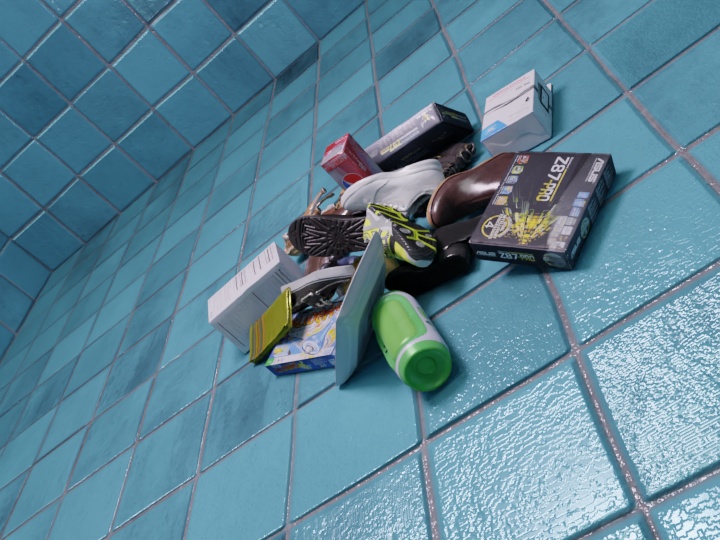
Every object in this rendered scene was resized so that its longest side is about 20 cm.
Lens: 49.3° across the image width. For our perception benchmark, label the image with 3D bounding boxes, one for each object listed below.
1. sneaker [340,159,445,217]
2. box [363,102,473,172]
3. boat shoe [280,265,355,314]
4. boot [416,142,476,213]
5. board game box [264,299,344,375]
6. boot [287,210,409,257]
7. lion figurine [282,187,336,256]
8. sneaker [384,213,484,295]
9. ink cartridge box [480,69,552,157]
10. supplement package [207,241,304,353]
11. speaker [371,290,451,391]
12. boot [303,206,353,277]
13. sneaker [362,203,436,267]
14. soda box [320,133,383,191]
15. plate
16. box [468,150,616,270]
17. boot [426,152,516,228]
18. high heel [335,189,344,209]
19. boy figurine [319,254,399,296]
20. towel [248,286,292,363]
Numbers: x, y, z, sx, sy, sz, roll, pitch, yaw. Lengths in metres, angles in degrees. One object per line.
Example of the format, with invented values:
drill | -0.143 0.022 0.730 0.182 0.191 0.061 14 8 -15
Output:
sneaker | 0.060 -0.131 1.428 0.200 0.075 0.089 -18 75 18
box | 0.117 -0.267 1.634 0.200 0.051 0.158 -31 -15 28
boat shoe | -0.075 0.038 1.477 0.071 0.064 0.200 -7 -10 -40
boot | 0.169 -0.188 1.525 0.174 0.069 0.200 -48 29 -19
board game box | -0.082 0.124 1.466 0.200 0.034 0.135 -17 37 46
boot | -0.019 -0.082 1.521 0.211 0.080 0.158 2 17 15
lion figurine | -0.115 -0.110 1.849 0.122 0.072 0.200 -47 8 26
sneaker | 0.136 -0.028 1.345 0.200 0.060 0.104 -22 32 33
ink cartridge box | 0.300 -0.304 1.496 0.116 0.068 0.200 -27 30 32
supplement package | -0.216 0.057 1.678 0.200 0.114 0.110 -40 26 7
speaker | 0.074 0.104 1.203 0.088 0.088 0.200 -42 25 6
boot | -0.034 -0.070 1.661 0.186 0.064 0.200 -27 33 35
sneaker | 0.066 -0.047 1.340 0.200 0.075 0.076 49 128 55
soda box | 0.011 -0.177 1.584 0.063 0.200 0.070 -27 31 32
plate | 0.004 0.068 1.305 0.032 0.200 0.200 15 52 11
box | 0.278 -0.096 1.193 0.161 0.049 0.200 10 57 37
boot | 0.221 -0.141 1.341 0.200 0.072 0.166 -42 24 -22
high heel | -0.038 -0.195 1.832 0.143 0.071 0.200 -40 34 -5
boy figurine | 0.000 0.000 1.499 0.124 0.064 0.200 -52 23 -22
towel | -0.180 0.110 1.545 0.200 0.018 0.086 -44 45 51
